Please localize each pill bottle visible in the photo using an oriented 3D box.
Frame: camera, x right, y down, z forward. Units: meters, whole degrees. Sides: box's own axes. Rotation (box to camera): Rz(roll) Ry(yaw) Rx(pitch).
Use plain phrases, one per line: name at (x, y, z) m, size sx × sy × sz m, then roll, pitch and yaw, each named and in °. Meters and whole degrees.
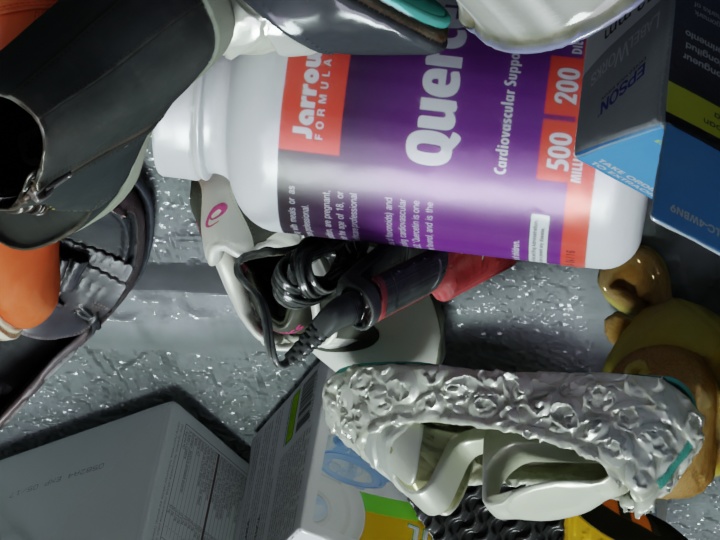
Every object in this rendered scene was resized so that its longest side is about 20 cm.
pill bottle at (0.020, -0.065, 1.028) m, size 0.199 × 0.113 × 0.113 m, roll 6°, pitch 142°, yaw 5°

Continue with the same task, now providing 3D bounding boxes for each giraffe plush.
giraffe plush at (0.178, 0.058, 1.142) m, size 0.162 × 0.173 × 0.200 m, roll 8°, pitch 179°, yaw 21°

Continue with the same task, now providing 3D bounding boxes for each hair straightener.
hair straightener at (0.000, 0.000, 1.069) m, size 0.077 × 0.200 × 0.041 m, roll 14°, pitch 114°, yaw 23°

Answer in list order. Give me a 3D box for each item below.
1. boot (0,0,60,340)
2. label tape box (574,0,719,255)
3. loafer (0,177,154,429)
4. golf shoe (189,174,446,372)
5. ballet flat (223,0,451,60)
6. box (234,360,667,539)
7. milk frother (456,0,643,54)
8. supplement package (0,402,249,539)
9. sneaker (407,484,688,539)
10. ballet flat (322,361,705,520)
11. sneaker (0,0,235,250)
boot at (-0.132, -0.050, 1.099) m, size 0.107 × 0.075 × 0.200 m, roll 1°, pitch 128°, yaw 0°
label tape box at (0.154, -0.052, 0.941) m, size 0.143 × 0.200 × 0.066 m, roll 27°, pitch 140°, yaw -20°
loafer at (-0.155, 0.022, 1.220) m, size 0.072 × 0.063 × 0.200 m, roll 24°, pitch 140°, yaw -14°
golf shoe at (-0.025, 0.010, 1.157) m, size 0.077 × 0.088 × 0.200 m, roll -13°, pitch 138°, yaw 25°
ballet flat at (-0.059, -0.125, 0.964) m, size 0.200 × 0.073 × 0.073 m, roll 36°, pitch 141°, yaw 5°
box at (0.046, 0.141, 1.284) m, size 0.200 × 0.113 × 0.101 m, roll 22°, pitch 141°, yaw -16°
milk frother at (0.049, -0.156, 0.838) m, size 0.180 × 0.200 × 0.188 m, roll -24°, pitch 131°, yaw 31°
supplement package at (-0.106, 0.201, 1.351) m, size 0.152 × 0.151 × 0.200 m, roll -20°, pitch 133°, yaw 33°
sneaker at (0.102, 0.131, 1.222) m, size 0.200 × 0.070 × 0.090 m, roll 38°, pitch -171°, yaw 18°
ballet flat at (0.054, 0.076, 1.101) m, size 0.200 × 0.072 × 0.072 m, roll -3°, pitch 142°, yaw 39°
sneaker at (-0.132, -0.049, 0.965) m, size 0.075 × 0.106 × 0.200 m, roll 47°, pitch 144°, yaw 2°
